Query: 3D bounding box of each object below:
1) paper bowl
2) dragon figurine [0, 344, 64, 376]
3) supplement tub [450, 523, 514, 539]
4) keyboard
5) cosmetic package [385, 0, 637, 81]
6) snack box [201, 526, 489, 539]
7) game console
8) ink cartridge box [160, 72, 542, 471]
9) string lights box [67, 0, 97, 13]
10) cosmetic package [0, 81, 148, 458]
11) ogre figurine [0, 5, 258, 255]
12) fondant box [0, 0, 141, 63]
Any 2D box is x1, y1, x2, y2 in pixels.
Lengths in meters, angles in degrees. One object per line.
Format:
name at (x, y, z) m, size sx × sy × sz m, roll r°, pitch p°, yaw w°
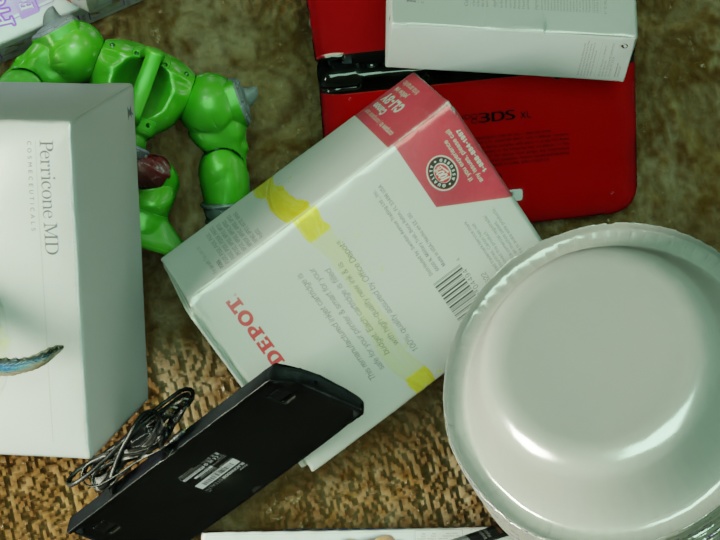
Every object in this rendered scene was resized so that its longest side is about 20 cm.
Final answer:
paper bowl at (0.146, 0.067, 1.508) m, size 0.199 × 0.104 × 0.202 m, roll -7°, pitch 64°, yaw 15°
dragon figurine at (-0.269, 0.012, 1.459) m, size 0.199 × 0.059 × 0.100 m, roll 7°, pitch 115°, yaw 20°
supplement tub at (0.147, 0.196, 1.584) m, size 0.199 × 0.123 × 0.123 m, roll -18°, pitch 86°, yaw -7°
keyboard at (-0.098, 0.104, 1.579) m, size 0.200 × 0.104 × 0.040 m, roll -38°, pitch 45°, yaw 30°
cosmetic package at (0.092, -0.215, 1.636) m, size 0.150 × 0.052 × 0.201 m, roll 5°, pitch 58°, yaw -5°
snack box at (0.000, 0.198, 1.645) m, size 0.198 × 0.024 × 0.072 m, roll -1°, pitch 87°, yaw -3°
game console at (0.069, -0.127, 1.682) m, size 0.198 × 0.119 × 0.173 m, roll -6°, pitch 116°, yaw -3°
ink cartridge box at (0.000, 0.000, 1.603) m, size 0.200 × 0.083 × 0.145 m, roll -36°, pitch 116°, yaw -3°
string lights box at (-0.238, -0.234, 1.574) m, size 0.199 × 0.103 × 0.059 m, roll 28°, pitch 83°, yaw 0°
cosmetic package at (-0.238, -0.004, 1.550) m, size 0.198 × 0.123 × 0.201 m, roll 1°, pitch 105°, yaw 11°
ogre figurine at (-0.145, -0.082, 1.627) m, size 0.199 × 0.098 × 0.121 m, roll 23°, pitch 96°, yaw 10°
fondant box at (-0.205, -0.223, 1.655) m, size 0.199 × 0.058 × 0.145 m, roll -25°, pitch 87°, yaw -4°
